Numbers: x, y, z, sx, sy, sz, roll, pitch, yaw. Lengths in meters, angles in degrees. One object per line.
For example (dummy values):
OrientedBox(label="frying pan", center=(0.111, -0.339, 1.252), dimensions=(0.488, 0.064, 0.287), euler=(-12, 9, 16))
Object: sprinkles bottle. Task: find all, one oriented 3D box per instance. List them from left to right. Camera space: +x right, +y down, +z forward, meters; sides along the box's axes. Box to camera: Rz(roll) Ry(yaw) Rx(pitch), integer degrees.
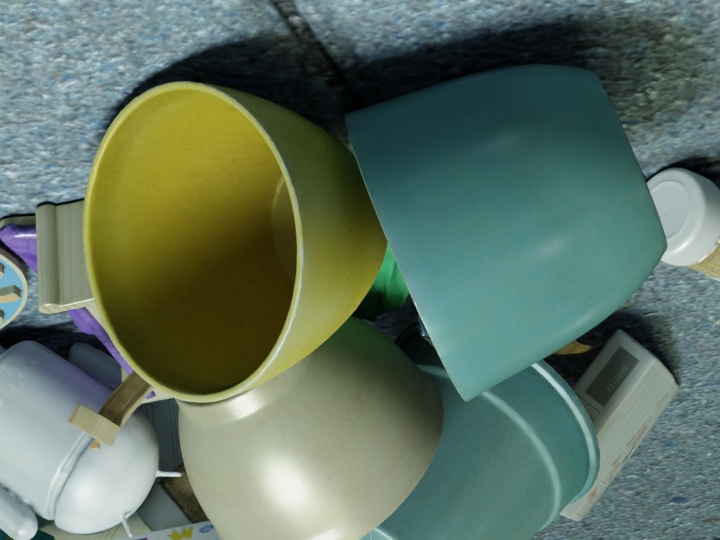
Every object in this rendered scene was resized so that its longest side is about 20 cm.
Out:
OrientedBox(label="sprinkles bottle", center=(-0.092, 0.153, 1.579), dimensions=(0.200, 0.068, 0.068), euler=(-41, 154, -8))
OrientedBox(label="sprinkles bottle", center=(0.290, -0.019, 1.443), dimensions=(0.199, 0.069, 0.068), euler=(18, 145, -41))

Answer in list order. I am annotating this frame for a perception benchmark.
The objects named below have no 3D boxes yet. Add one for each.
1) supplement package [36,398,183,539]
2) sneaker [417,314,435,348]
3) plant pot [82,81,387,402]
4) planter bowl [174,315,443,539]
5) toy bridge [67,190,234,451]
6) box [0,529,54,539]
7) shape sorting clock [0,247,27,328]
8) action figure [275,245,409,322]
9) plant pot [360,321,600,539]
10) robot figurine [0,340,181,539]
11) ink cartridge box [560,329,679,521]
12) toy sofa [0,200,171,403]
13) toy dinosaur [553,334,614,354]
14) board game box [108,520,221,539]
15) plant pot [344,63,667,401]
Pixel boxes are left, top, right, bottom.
OrientedBox(label="supplement package", center=(-0.253, 0.174, 1.653), dimensions=(0.198, 0.118, 0.117), euler=(5, 150, -22))
OrientedBox(label="sneaker", center=(0.109, 0.007, 1.388), dimensions=(0.200, 0.075, 0.079), euler=(-41, 165, -48))
OrientedBox(label="plant pot", center=(-0.063, -0.024, 1.247), dimensions=(0.141, 0.201, 0.199), euler=(-8, 163, -48))
OrientedBox(label="planter bowl", center=(-0.056, 0.100, 1.413), dimensions=(0.199, 0.201, 0.135), euler=(-19, 124, 25))
OrientedBox(label="toy bridge", center=(-0.139, 0.037, 1.341), dimensions=(0.027, 0.201, 0.067), euler=(25, 171, 21))
OrientedBox(label="box", center=(-0.334, 0.221, 1.519), dimensions=(0.049, 0.083, 0.200), euler=(-23, 141, 31))
OrientedBox(label="shape sorting clock", center=(-0.344, 0.019, 1.403), dimensions=(0.198, 0.040, 0.200), euler=(-3, 155, -1))
OrientedBox(label="action figure", center=(0.000, 0.000, 1.432), dimensions=(0.117, 0.055, 0.200), euler=(-8, 161, -1))
OrientedBox(label="plant pot", center=(0.055, 0.176, 1.500), dimensions=(0.199, 0.196, 0.201), euler=(26, 142, 22))
OrientedBox(label="robot figurine", center=(-0.243, 0.134, 1.517), dimensions=(0.199, 0.170, 0.113), euler=(31, 156, 10))
OrientedBox(label="ink cartridge box", center=(0.211, 0.142, 1.693), dimensions=(0.161, 0.047, 0.200), euler=(-53, 161, 1))
OrientedBox(label="toy sofa", center=(-0.191, 0.029, 1.413), dimensions=(0.097, 0.083, 0.200), euler=(-11, 153, 8))
OrientedBox(label="toy dinosaur", center=(0.145, 0.056, 1.575), dimensions=(0.101, 0.059, 0.200), euler=(-20, 151, 24))
OrientedBox(label="board game box", center=(-0.206, 0.269, 1.521), dimensions=(0.198, 0.034, 0.135), euler=(-10, 138, -10))
OrientedBox(label="plant pot", center=(0.101, -0.041, 1.227), dimensions=(0.160, 0.202, 0.201), euler=(-24, 152, 5))
